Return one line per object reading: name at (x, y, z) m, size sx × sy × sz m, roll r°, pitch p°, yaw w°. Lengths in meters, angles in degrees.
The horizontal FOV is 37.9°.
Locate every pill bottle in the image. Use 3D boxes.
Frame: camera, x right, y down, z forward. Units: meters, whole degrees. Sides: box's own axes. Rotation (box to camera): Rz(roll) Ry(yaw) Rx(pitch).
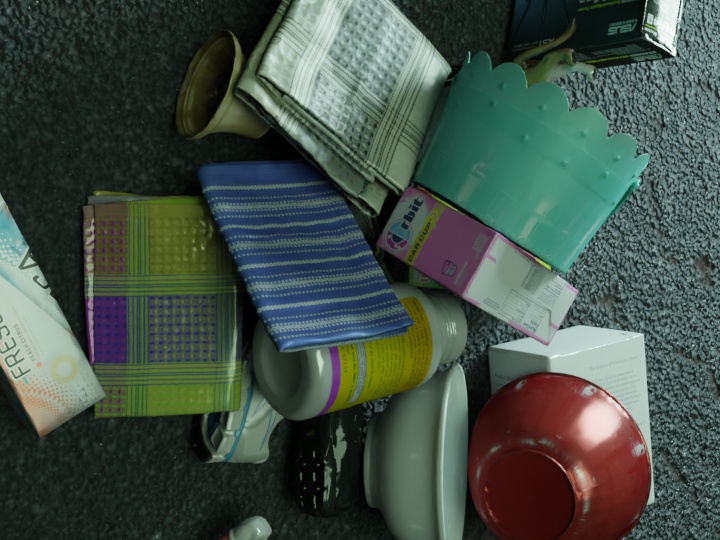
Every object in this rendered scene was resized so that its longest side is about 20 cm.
pill bottle at (0.005, 0.068, 0.972) m, size 0.198 × 0.104 × 0.106 m, roll -10°, pitch 97°, yaw -39°

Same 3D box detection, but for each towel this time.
towel at (-0.050, -0.021, 0.921) m, size 0.143 × 0.024 × 0.201 m, roll -6°, pitch 55°, yaw -36°
towel at (-0.006, -0.178, 0.971) m, size 0.192 × 0.034 × 0.202 m, roll 41°, pitch 60°, yaw -29°
towel at (-0.174, 0.028, 0.942) m, size 0.142 × 0.023 × 0.203 m, roll -2°, pitch 90°, yaw -6°

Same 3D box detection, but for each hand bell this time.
hand bell at (-0.064, -0.139, 0.997) m, size 0.198 × 0.104 × 0.105 m, roll 21°, pitch 80°, yaw -34°

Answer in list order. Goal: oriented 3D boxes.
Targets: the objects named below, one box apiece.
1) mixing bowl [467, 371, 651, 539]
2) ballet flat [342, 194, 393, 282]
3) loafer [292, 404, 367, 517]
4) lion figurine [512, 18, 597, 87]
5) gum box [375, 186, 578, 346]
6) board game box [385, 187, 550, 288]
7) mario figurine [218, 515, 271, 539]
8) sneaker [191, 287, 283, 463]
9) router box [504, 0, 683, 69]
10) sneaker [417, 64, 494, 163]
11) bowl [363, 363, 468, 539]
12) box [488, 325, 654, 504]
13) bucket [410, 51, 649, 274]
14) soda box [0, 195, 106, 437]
mixing bowl at (0.187, 0.213, 1.072) m, size 0.108 × 0.198 × 0.203 m, roll -16°, pitch 102°, yaw -63°
ballet flat at (0.000, 0.000, 1.064) m, size 0.072 × 0.072 × 0.203 m, roll -25°, pitch 104°, yaw -30°
loafer at (-0.028, 0.144, 1.054) m, size 0.070 × 0.067 × 0.204 m, roll 9°, pitch 83°, yaw -53°
lion figurine at (0.197, -0.169, 1.139) m, size 0.072 × 0.121 × 0.202 m, roll -36°, pitch 122°, yaw -46°
gum box at (0.119, 0.001, 1.018) m, size 0.199 × 0.113 × 0.067 m, roll 28°, pitch 92°, yaw -52°
board game box at (0.123, -0.027, 1.152) m, size 0.198 × 0.047 × 0.103 m, roll 6°, pitch 88°, yaw -33°
mario figurine at (-0.133, 0.299, 0.957) m, size 0.198 × 0.106 × 0.125 m, roll 3°, pitch 125°, yaw -25°
sneaker at (-0.092, 0.092, 1.010) m, size 0.086 × 0.075 × 0.202 m, roll 21°, pitch 88°, yaw -38°
router box at (0.256, -0.299, 1.138) m, size 0.062 × 0.199 × 0.152 m, roll 14°, pitch 83°, yaw -36°
sneaker at (0.074, -0.160, 1.112) m, size 0.199 × 0.073 × 0.081 m, roll -27°, pitch 117°, yaw -24°
bowl at (0.055, 0.193, 1.066) m, size 0.201 × 0.089 × 0.204 m, roll 1°, pitch 90°, yaw -77°
box at (0.241, 0.177, 1.200) m, size 0.151 × 0.106 × 0.203 m, roll -9°, pitch 97°, yaw -32°
bucket at (0.155, -0.099, 1.004) m, size 0.206 × 0.207 × 0.136 m, roll 29°, pitch 96°, yaw -30°
soda box at (-0.292, 0.035, 0.874) m, size 0.068 × 0.063 × 0.202 m, roll -32°, pitch 109°, yaw -28°
